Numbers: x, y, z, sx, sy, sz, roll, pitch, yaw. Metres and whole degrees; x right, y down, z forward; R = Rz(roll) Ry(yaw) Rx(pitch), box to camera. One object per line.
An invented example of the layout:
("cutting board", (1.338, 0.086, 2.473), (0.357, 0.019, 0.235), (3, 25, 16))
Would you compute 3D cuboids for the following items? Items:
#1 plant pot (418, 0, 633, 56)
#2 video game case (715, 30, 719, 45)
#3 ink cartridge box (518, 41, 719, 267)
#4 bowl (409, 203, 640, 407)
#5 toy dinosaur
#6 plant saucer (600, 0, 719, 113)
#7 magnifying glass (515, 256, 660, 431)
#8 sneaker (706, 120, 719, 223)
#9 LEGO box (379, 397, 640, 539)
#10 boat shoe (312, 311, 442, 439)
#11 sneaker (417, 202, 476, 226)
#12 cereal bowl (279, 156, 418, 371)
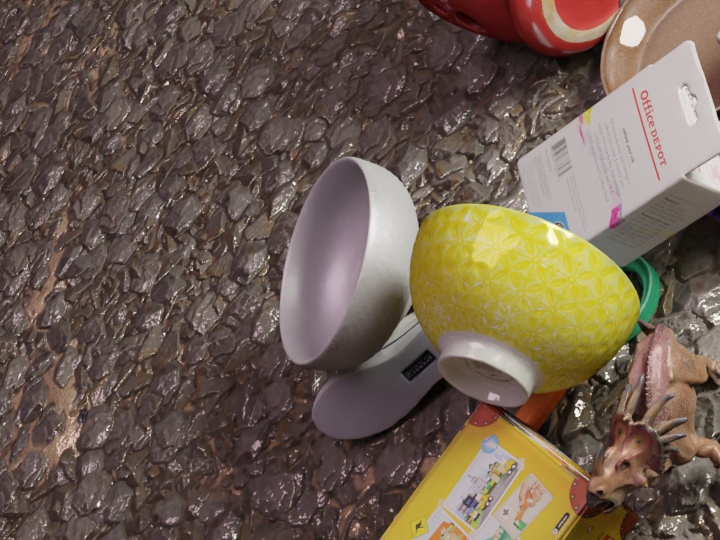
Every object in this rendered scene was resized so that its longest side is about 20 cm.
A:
("plant pot", (0.167, -0.310, 1.637), (0.201, 0.200, 0.182), (-53, 48, 0))
("video game case", (0.429, -0.216, 1.417), (0.182, 0.023, 0.200), (-48, 51, 0))
("ink cartridge box", (0.233, -0.087, 1.414), (0.200, 0.068, 0.116), (-36, 51, 37))
("bowl", (0.118, 0.046, 1.385), (0.200, 0.200, 0.108), (0, 55, 44))
("toy dinosaur", (0.234, 0.101, 1.325), (0.086, 0.135, 0.201), (-21, 49, 32))
("plant saucer", (0.314, -0.211, 1.545), (0.200, 0.037, 0.201), (-25, 47, 30))
("magnifying glass", (0.189, 0.071, 1.477), (0.200, 0.022, 0.080), (-55, 40, -1))
("sneaker", (0.357, -0.070, 1.381), (0.200, 0.080, 0.089), (5, 73, 51))
("LEGO box", (0.106, 0.232, 1.387), (0.200, 0.077, 0.149), (-53, 46, 2))
("boat shoe", (0.038, 0.084, 1.588), (0.200, 0.071, 0.070), (-41, 14, 21))
("sneaker", (0.127, -0.022, 1.553), (0.199, 0.080, 0.072), (-6, 58, 41))
("cereal bowl", (0.000, 0.000, 1.561), (0.200, 0.083, 0.201), (-165, 90, -69))
